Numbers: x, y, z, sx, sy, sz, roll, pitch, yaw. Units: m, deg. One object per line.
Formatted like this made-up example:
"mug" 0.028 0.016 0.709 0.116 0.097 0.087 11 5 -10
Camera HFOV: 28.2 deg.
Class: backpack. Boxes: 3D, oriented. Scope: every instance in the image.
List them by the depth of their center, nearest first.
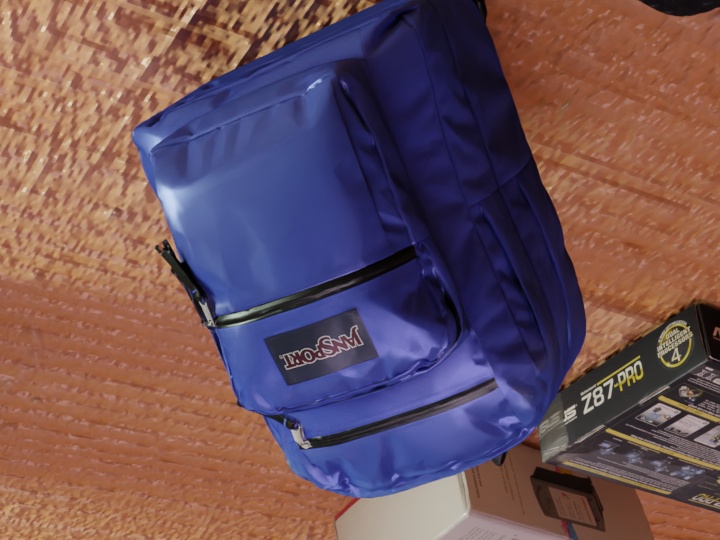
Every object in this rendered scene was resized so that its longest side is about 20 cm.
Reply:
"backpack" 0.000 0.000 0.638 0.161 0.168 0.202 -18 104 27

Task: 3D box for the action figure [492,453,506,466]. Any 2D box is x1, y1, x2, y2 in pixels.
"action figure" 0.018 0.015 0.782 0.199 0.103 0.119 36 178 9

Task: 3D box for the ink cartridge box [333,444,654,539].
"ink cartridge box" 0.100 0.205 1.069 0.198 0.086 0.148 21 129 -34

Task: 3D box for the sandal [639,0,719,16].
"sandal" 0.102 -0.158 0.593 0.075 0.046 0.199 -22 157 34

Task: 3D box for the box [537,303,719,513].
"box" 0.246 0.104 0.983 0.198 0.050 0.161 19 139 -30
